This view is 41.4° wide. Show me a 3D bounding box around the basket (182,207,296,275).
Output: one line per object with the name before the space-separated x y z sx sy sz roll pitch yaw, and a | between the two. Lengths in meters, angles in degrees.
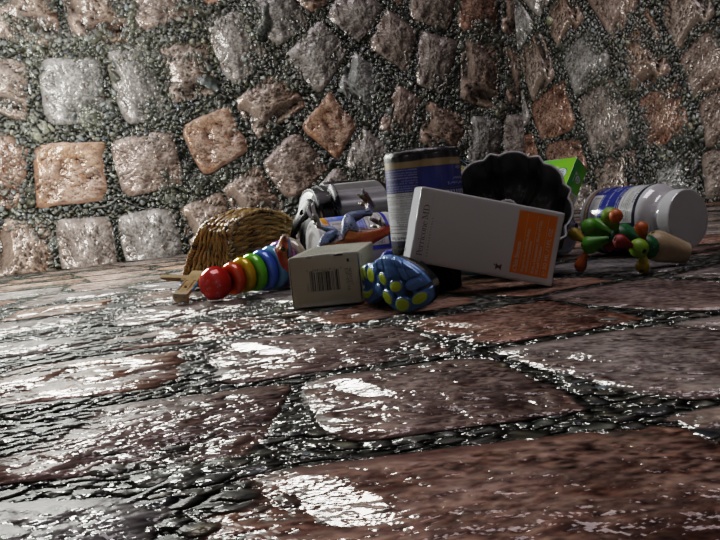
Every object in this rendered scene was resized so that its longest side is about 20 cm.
basket | -0.236 -0.047 1.828 0.148 0.145 0.199 -1 6 37

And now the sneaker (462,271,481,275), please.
sneaker | 0.215 -0.035 1.571 0.197 0.081 0.131 -3 1 -2

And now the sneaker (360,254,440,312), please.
sneaker | 0.058 0.009 1.201 0.082 0.072 0.199 -13 3 -14

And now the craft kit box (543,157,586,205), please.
craft kit box | 0.293 -0.107 1.735 0.196 0.202 0.048 0 -33 45

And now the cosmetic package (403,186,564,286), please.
cosmetic package | 0.165 -0.047 1.288 0.197 0.103 0.071 9 3 -5

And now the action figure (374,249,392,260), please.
action figure | 0.000 0.000 1.553 0.197 0.052 0.065 -10 -1 3

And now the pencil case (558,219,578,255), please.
pencil case | 0.308 -0.071 1.791 0.083 0.092 0.199 -26 15 -40

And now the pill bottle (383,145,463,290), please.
pill bottle | 0.096 -0.074 1.371 0.110 0.203 0.112 -6 5 0

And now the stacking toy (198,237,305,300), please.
stacking toy | -0.184 0.006 1.587 0.199 0.087 0.085 -17 11 -40

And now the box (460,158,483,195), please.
box | 0.196 -0.094 1.598 0.199 0.160 0.046 6 28 -47

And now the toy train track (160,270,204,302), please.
toy train track | -0.291 0.034 1.624 0.113 0.033 0.200 2 10 -1

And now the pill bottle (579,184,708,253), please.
pill bottle | 0.476 -0.086 1.606 0.114 0.117 0.199 -8 6 -29

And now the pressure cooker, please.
pressure cooker | -0.038 -0.081 1.815 0.198 0.178 0.178 -8 7 -22

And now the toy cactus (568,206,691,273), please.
toy cactus | 0.395 -0.035 1.374 0.163 0.104 0.200 13 0 -6

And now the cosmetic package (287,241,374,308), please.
cosmetic package | -0.037 0.004 1.385 0.102 0.074 0.200 -5 4 8

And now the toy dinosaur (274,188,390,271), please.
toy dinosaur | -0.039 -0.052 1.512 0.199 0.106 0.181 11 43 44

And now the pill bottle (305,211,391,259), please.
pill bottle | 0.011 -0.045 1.688 0.197 0.114 0.112 -7 5 -19

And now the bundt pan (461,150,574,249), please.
bundt pan | 0.227 -0.078 1.457 0.199 0.204 0.076 -5 -25 13
